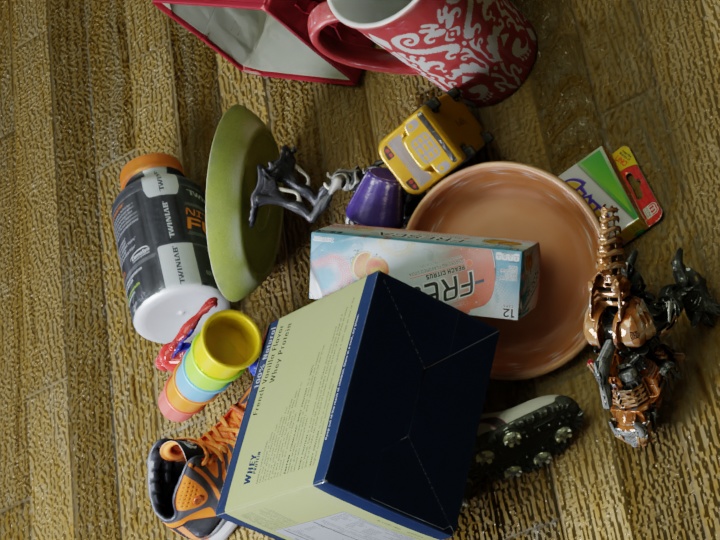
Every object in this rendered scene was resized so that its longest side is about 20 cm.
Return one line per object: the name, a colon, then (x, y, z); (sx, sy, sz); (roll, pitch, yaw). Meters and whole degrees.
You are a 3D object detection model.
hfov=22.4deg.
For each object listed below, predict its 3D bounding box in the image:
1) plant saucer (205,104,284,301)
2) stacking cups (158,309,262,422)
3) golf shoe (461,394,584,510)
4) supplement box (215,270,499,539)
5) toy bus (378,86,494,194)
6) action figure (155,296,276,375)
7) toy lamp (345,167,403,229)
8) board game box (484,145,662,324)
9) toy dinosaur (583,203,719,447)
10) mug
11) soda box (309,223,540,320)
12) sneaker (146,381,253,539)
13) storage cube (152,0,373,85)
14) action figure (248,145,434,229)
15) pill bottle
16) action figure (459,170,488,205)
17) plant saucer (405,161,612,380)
plant saucer: (-0.112, -0.068, 1.841); (0.031, 0.200, 0.200); (1, 68, 13)
stacking cups: (-0.156, 0.101, 1.758); (0.200, 0.060, 0.061); (135, 141, -57)
golf shoe: (0.105, 0.151, 1.636); (0.200, 0.077, 0.088); (-31, 48, 22)
supplement box: (-0.004, 0.136, 1.606); (0.200, 0.134, 0.200); (-27, 43, 55)
toy bus: (0.071, -0.123, 1.715); (0.078, 0.200, 0.065); (-36, 91, 17)
action figure: (-0.131, 0.065, 1.833); (0.200, 0.065, 0.099); (-11, 43, 43)
toy lamp: (0.000, 0.000, 1.728); (0.058, 0.058, 0.200); (34, 117, 42)
board game box: (0.182, -0.032, 1.700); (0.200, 0.030, 0.096); (-34, 51, 17)
toy dinosaur: (0.235, 0.045, 1.540); (0.102, 0.136, 0.200); (23, 126, 27)
mug: (0.061, -0.253, 1.782); (0.177, 0.200, 0.134); (9, 75, 40)
soda box: (0.057, 0.000, 1.629); (0.200, 0.068, 0.064); (5, 100, 19)
sneaker: (-0.134, 0.170, 1.783); (0.078, 0.112, 0.200); (23, 83, 41)
storage cube: (-0.080, -0.320, 1.943); (0.200, 0.171, 0.180); (10, 74, 41)
action figure: (-0.004, -0.061, 1.800); (0.200, 0.102, 0.119); (10, 28, 5)
pill bottle: (-0.208, -0.030, 1.942); (0.106, 0.106, 0.200); (-32, 53, 21)
action figure: (0.062, -0.003, 1.742); (0.200, 0.052, 0.065); (-59, 45, 25)
plant saucer: (0.135, -0.001, 1.658); (0.200, 0.037, 0.201); (3, 100, 20)
